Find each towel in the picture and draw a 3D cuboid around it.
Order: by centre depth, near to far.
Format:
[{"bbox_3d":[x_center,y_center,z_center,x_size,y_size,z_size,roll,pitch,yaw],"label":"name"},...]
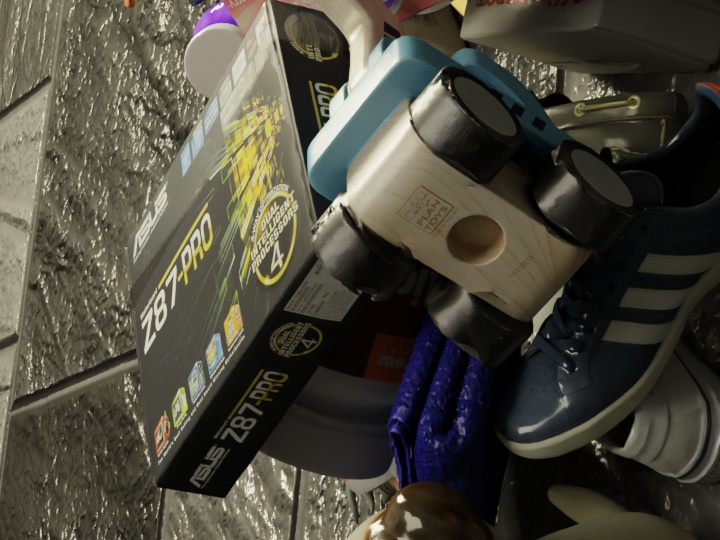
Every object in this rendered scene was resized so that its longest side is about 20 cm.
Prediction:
[{"bbox_3d":[0.050,0.075,1.161,0.201,0.049,0.149,86,-165,-57],"label":"towel"}]

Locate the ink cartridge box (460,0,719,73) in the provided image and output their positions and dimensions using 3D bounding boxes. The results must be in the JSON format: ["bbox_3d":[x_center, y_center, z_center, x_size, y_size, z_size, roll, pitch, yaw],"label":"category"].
[{"bbox_3d":[0.138,-0.211,1.204,0.145,0.087,0.202,8,88,64],"label":"ink cartridge box"}]

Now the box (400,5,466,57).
[{"bbox_3d":[-0.014,-0.093,1.462,0.201,0.082,0.069,-56,34,34],"label":"box"}]

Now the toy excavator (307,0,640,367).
[{"bbox_3d":[0.019,-0.078,1.042,0.100,0.194,0.201,-50,22,24],"label":"toy excavator"}]

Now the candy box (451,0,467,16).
[{"bbox_3d":[0.074,-0.233,1.379,0.117,0.056,0.200,-67,29,19],"label":"candy box"}]

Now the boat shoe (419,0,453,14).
[{"bbox_3d":[0.056,-0.221,1.206,0.066,0.070,0.201,-56,-9,-39],"label":"boat shoe"}]

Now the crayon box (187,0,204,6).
[{"bbox_3d":[-0.031,-0.262,1.507,0.052,0.200,0.126,54,148,-1],"label":"crayon box"}]

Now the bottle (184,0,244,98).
[{"bbox_3d":[-0.068,-0.157,1.512,0.084,0.065,0.200,-53,0,20],"label":"bottle"}]

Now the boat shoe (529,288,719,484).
[{"bbox_3d":[0.121,0.041,1.146,0.200,0.066,0.074,41,114,61],"label":"boat shoe"}]

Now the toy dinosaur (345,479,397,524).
[{"bbox_3d":[-0.013,0.045,1.403,0.102,0.077,0.201,-48,41,29],"label":"toy dinosaur"}]

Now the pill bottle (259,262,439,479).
[{"bbox_3d":[0.000,0.000,1.200,0.114,0.113,0.202,43,119,60],"label":"pill bottle"}]

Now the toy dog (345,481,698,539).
[{"bbox_3d":[0.081,0.160,1.023,0.140,0.199,0.195,-48,38,43],"label":"toy dog"}]

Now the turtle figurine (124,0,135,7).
[{"bbox_3d":[-0.108,-0.252,1.739,0.201,0.064,0.162,-55,40,22],"label":"turtle figurine"}]

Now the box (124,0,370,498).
[{"bbox_3d":[-0.056,-0.008,1.135,0.200,0.049,0.162,-54,34,42],"label":"box"}]

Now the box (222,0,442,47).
[{"bbox_3d":[0.017,-0.183,1.134,0.199,0.095,0.103,-21,17,49],"label":"box"}]

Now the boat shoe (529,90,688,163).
[{"bbox_3d":[0.106,-0.066,1.223,0.201,0.072,0.061,7,85,57],"label":"boat shoe"}]

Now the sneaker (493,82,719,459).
[{"bbox_3d":[0.121,-0.005,1.065,0.200,0.084,0.075,-50,37,-4],"label":"sneaker"}]

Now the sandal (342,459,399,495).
[{"bbox_3d":[-0.015,0.065,1.309,0.059,0.079,0.208,-29,85,14],"label":"sandal"}]
